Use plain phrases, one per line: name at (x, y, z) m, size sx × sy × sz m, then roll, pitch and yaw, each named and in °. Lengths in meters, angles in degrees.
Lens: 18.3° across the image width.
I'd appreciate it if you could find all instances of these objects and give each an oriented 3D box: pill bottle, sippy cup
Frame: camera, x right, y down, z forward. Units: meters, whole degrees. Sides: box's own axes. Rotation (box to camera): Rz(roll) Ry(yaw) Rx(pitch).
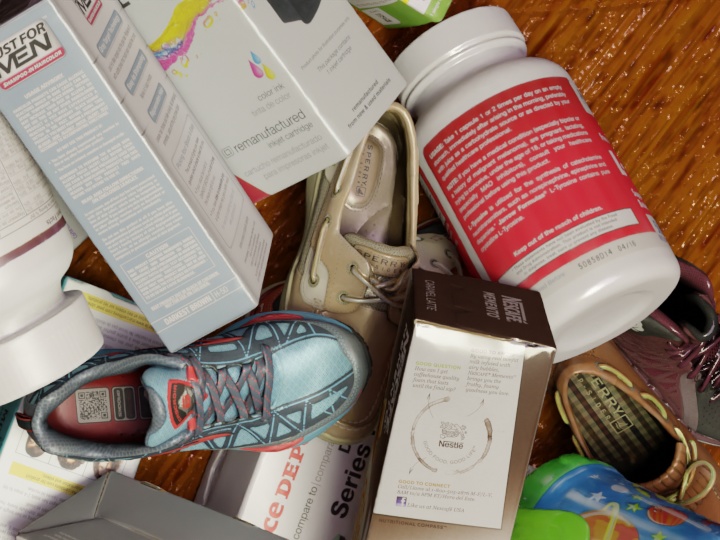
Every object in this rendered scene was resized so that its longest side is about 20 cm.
pill bottle at (0.099, -0.054, 1.347) m, size 0.112 × 0.112 × 0.200 m, roll -22°, pitch 71°, yaw -18°
sippy cup at (0.163, 0.188, 1.323) m, size 0.178 × 0.130 × 0.140 m, roll -16°, pitch 111°, yaw -44°
pill bottle at (-0.221, -0.031, 1.198) m, size 0.109 × 0.110 × 0.200 m, roll -28°, pitch 102°, yaw -17°

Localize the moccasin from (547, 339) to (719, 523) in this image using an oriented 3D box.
moccasin at (0.183, 0.119, 1.422) m, size 0.074 × 0.078 × 0.202 m, roll -26°, pitch 118°, yaw 11°

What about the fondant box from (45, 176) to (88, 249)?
fondant box at (-0.247, -0.037, 1.277) m, size 0.200 × 0.058 × 0.144 m, roll -44°, pitch 106°, yaw -14°

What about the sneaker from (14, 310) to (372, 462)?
sneaker at (-0.091, 0.075, 1.239) m, size 0.199 × 0.096 × 0.080 m, roll -12°, pitch 95°, yaw 3°

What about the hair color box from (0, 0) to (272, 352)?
hair color box at (-0.127, -0.066, 1.212) m, size 0.061 × 0.099 × 0.200 m, roll -28°, pitch 109°, yaw 14°

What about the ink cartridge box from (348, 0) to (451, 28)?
ink cartridge box at (-0.015, -0.257, 1.342) m, size 0.200 × 0.076 × 0.148 m, roll 29°, pitch 83°, yaw -21°

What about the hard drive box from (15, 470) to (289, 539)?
hard drive box at (-0.096, 0.231, 1.263) m, size 0.077 × 0.156 × 0.200 m, roll -33°, pitch 123°, yaw -36°

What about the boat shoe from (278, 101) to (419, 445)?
boat shoe at (0.000, 0.000, 1.302) m, size 0.072 × 0.065 × 0.201 m, roll 12°, pitch 75°, yaw -23°

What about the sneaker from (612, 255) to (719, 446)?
sneaker at (0.212, 0.051, 1.423) m, size 0.200 × 0.115 × 0.076 m, roll 39°, pitch 80°, yaw -18°

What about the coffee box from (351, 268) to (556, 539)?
coffee box at (0.045, 0.113, 1.244) m, size 0.080 × 0.114 × 0.201 m, roll 11°, pitch 105°, yaw -3°

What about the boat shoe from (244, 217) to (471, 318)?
boat shoe at (0.027, 0.013, 1.381) m, size 0.200 × 0.063 × 0.071 m, roll -16°, pitch 97°, yaw -20°

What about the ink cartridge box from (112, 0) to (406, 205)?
ink cartridge box at (-0.096, -0.139, 1.274) m, size 0.200 × 0.146 × 0.083 m, roll 52°, pitch 43°, yaw -15°

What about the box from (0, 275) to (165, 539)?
box at (-0.176, 0.109, 1.316) m, size 0.082 × 0.049 × 0.200 m, roll 22°, pitch 85°, yaw -19°

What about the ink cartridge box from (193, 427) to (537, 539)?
ink cartridge box at (0.005, 0.158, 1.368) m, size 0.200 × 0.084 × 0.145 m, roll 22°, pitch 85°, yaw -19°
